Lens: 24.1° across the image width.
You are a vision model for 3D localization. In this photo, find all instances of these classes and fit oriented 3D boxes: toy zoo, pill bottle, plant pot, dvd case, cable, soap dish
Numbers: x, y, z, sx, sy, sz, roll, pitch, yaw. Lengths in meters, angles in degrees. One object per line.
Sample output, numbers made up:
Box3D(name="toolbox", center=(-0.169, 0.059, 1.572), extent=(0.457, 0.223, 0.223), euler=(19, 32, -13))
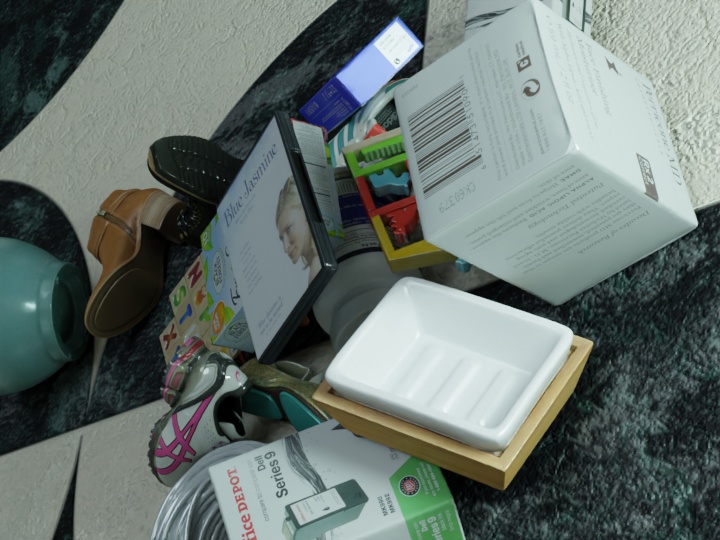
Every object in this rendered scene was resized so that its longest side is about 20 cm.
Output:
Box3D(name="toy zoo", center=(0.069, -0.071, 1.637), extent=(0.130, 0.021, 0.201), euler=(-19, 46, -2))
Box3D(name="pill bottle", center=(0.000, 0.000, 1.678), extent=(0.116, 0.115, 0.201), euler=(-39, 41, 21))
Box3D(name="plant pot", center=(-0.409, 0.054, 2.052), extent=(0.133, 0.201, 0.202), euler=(-3, 58, 15))
Box3D(name="dvd case", center=(-0.082, -0.033, 1.594), extent=(0.143, 0.017, 0.201), euler=(-55, 40, 38))
Box3D(name="cable", center=(-0.126, 0.266, 1.670), extent=(0.200, 0.069, 0.200), euler=(-51, 37, 10))
Box3D(name="soap dish", center=(0.082, 0.099, 1.475), extent=(0.199, 0.082, 0.158), euler=(18, 51, 30))

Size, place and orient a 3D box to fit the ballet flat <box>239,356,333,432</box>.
Box3D(name="ballet flat", center=(-0.061, 0.128, 1.704), extent=(0.199, 0.071, 0.071), euler=(16, 76, 50))

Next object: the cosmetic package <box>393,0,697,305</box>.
Box3D(name="cosmetic package", center=(0.161, -0.098, 1.482), extent=(0.164, 0.199, 0.166), euler=(-31, 55, 30))

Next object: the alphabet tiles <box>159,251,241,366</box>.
Box3D(name="alphabet tiles", center=(-0.154, 0.037, 1.811), extent=(0.200, 0.006, 0.167), euler=(-51, 38, 26))

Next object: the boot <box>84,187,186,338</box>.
Box3D(name="boot", center=(-0.297, -0.013, 2.053), extent=(0.154, 0.074, 0.201), euler=(14, 63, 50))

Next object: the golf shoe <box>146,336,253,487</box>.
Box3D(name="golf shoe", center=(-0.165, 0.165, 1.739), extent=(0.073, 0.092, 0.201), euler=(-44, -22, -44))

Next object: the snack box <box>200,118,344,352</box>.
Box3D(name="snack box", center=(-0.092, -0.033, 1.685), extent=(0.200, 0.053, 0.143), euler=(-50, 37, 42))

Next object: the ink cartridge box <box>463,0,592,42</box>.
Box3D(name="ink cartridge box", center=(0.165, -0.248, 1.668), extent=(0.115, 0.068, 0.202), euler=(-20, 51, 38))

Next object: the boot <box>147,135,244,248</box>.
Box3D(name="boot", center=(-0.185, -0.074, 1.875), extent=(0.138, 0.199, 0.078), euler=(-32, 55, 35))

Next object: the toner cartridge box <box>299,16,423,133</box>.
Box3D(name="toner cartridge box", center=(-0.002, -0.202, 1.790), extent=(0.095, 0.043, 0.200), euler=(-44, 5, -12))

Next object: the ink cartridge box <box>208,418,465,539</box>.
Box3D(name="ink cartridge box", center=(-0.022, 0.216, 1.507), extent=(0.198, 0.085, 0.146), euler=(-21, 43, -4))

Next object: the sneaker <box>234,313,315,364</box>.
Box3D(name="sneaker", center=(-0.080, 0.012, 1.803), extent=(0.112, 0.077, 0.202), euler=(27, 96, 48))

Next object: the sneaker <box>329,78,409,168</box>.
Box3D(name="sneaker", center=(0.000, -0.122, 1.766), extent=(0.200, 0.070, 0.093), euler=(-52, 3, -5))
